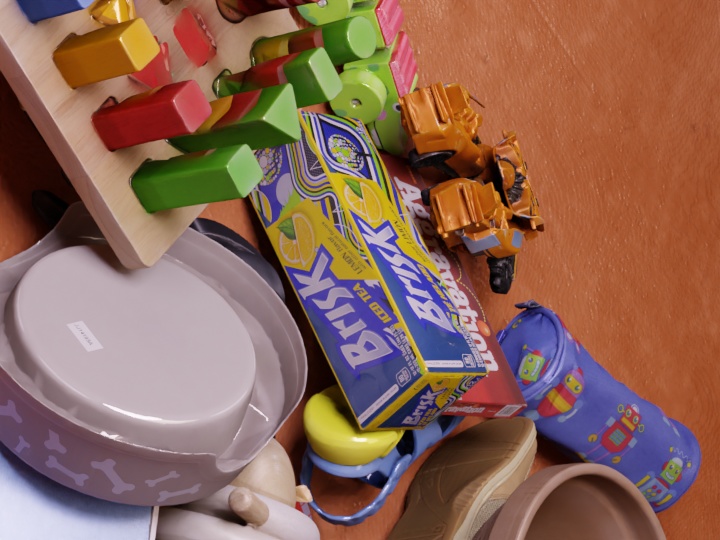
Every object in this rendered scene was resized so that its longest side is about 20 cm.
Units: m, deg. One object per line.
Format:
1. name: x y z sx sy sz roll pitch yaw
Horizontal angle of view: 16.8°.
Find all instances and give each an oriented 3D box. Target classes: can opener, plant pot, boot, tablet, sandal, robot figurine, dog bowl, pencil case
1. can opener: -0.121 -0.007 1.482 0.199 0.079 0.064 28 100 -40
2. plant pot: 0.116 0.226 1.564 0.200 0.092 0.203 11 76 -50
3. boot: 0.089 0.209 1.665 0.156 0.072 0.200 64 34 -24
4. tablet: -0.205 0.148 1.314 0.199 0.014 0.131 15 69 -23
5. sandal: 0.014 0.105 1.608 0.200 0.079 0.088 -27 137 -56
6. robot figurine: 0.080 -0.061 1.671 0.200 0.058 0.146 20 52 -73
7. dog bowl: -0.131 0.049 1.369 0.199 0.059 0.201 17 36 -13
8. pencil case: 0.164 0.102 1.773 0.200 0.087 0.078 39 85 -38

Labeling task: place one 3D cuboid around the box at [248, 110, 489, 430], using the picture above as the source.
1. box: 0.000 0.000 1.543 0.064 0.070 0.201 2 53 -48

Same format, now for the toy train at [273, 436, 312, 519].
1. toy train: -0.052 0.155 1.538 0.046 0.034 0.201 -40 112 -60

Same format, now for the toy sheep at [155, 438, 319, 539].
1. toy sheep: -0.086 0.190 1.415 0.138 0.137 0.201 33 72 -41

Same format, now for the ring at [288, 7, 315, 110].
1. ring: -0.098 -0.174 1.568 0.200 0.019 0.202 14 72 -47

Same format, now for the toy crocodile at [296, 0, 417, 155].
1. toy crocodile: 0.004 -0.164 1.633 0.068 0.061 0.201 -69 148 -46

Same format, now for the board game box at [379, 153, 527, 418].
1. board game box: 0.036 0.007 1.624 0.103 0.019 0.201 7 51 -50

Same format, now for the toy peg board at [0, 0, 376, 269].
1. toy peg board: -0.094 -0.142 1.370 0.200 0.097 0.200 -51 121 -40

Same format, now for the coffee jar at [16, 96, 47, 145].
1. coffee jar: -0.178 -0.173 1.419 0.104 0.085 0.201 -44 116 -45
